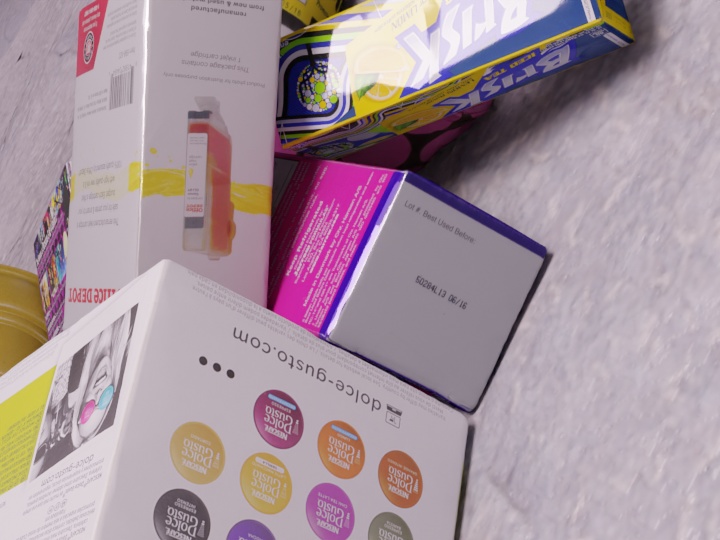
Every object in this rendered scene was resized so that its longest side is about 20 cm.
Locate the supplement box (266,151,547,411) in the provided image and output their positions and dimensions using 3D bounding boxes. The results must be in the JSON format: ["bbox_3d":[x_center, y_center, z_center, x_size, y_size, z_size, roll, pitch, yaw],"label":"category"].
[{"bbox_3d":[0.000,0.000,0.951,0.104,0.101,0.200,-64,25,-4],"label":"supplement box"}]

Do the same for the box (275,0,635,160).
[{"bbox_3d":[0.047,-0.127,0.930,0.199,0.070,0.065,-20,79,23],"label":"box"}]

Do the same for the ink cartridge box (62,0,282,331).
[{"bbox_3d":[-0.111,-0.057,0.948,0.145,0.083,0.201,-179,93,-65],"label":"ink cartridge box"}]

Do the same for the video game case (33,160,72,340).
[{"bbox_3d":[-0.194,0.036,1.187,0.200,0.036,0.182,137,122,-66],"label":"video game case"}]

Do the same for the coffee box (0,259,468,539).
[{"bbox_3d":[-0.089,0.151,0.849,0.200,0.199,0.198,-30,41,46],"label":"coffee box"}]

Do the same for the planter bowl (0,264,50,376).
[{"bbox_3d":[-0.303,0.099,1.292,0.201,0.200,0.084,-51,30,20],"label":"planter bowl"}]

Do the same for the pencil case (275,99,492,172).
[{"bbox_3d":[-0.005,-0.093,1.067,0.200,0.091,0.094,-33,50,40],"label":"pencil case"}]

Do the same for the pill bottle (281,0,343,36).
[{"bbox_3d":[-0.060,-0.246,1.293,0.114,0.114,0.201,-15,51,56],"label":"pill bottle"}]
